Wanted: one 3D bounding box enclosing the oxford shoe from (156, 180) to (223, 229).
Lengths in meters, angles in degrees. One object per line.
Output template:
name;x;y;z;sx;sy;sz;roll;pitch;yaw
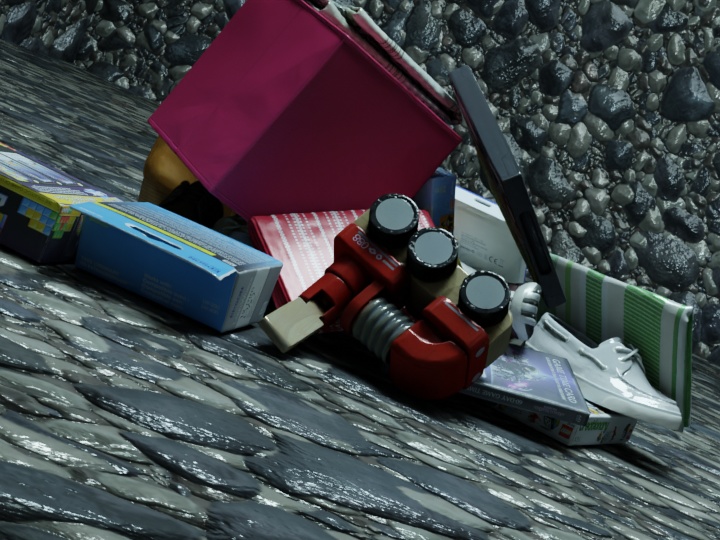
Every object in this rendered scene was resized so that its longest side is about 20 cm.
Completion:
oxford shoe;-0.187;-0.056;1.692;0.073;0.085;0.200;25;7;4

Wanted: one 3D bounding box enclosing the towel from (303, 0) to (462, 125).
towel;0.013;-0.242;1.772;0.200;0.035;0.193;38;5;-23

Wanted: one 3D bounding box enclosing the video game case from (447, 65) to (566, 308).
video game case;0.151;-0.087;1.697;0.200;0.025;0.181;-110;176;-49

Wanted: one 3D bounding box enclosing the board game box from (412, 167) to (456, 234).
board game box;0.043;-0.025;1.765;0.037;0.200;0.151;-11;24;-31

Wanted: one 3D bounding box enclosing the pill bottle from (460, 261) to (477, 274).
pill bottle;0.033;-0.002;1.914;0.200;0.110;0.110;27;6;11

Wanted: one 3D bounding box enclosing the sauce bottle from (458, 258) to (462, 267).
sauce bottle;0.083;0.011;1.810;0.065;0.065;0.200;17;44;-49

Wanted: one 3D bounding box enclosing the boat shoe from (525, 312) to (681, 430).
boat shoe;0.254;0.101;1.705;0.072;0.069;0.200;18;7;-43

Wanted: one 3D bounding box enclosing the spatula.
spatula;0.047;0.088;1.602;0.200;0.021;0.056;27;13;25

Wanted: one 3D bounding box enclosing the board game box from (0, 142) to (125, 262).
board game box;-0.304;-0.065;1.445;0.165;0.057;0.200;26;6;9

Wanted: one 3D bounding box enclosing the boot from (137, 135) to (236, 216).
boot;-0.146;-0.090;1.855;0.201;0.144;0.071;21;7;-24

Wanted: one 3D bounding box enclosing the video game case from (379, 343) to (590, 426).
video game case;0.113;0.090;1.586;0.200;0.019;0.143;16;16;-7

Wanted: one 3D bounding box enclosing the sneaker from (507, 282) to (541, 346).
sneaker;0.119;0.037;1.703;0.115;0.076;0.200;11;-11;2

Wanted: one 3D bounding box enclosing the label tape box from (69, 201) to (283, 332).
label tape box;-0.162;-0.004;1.414;0.143;0.066;0.200;24;8;9

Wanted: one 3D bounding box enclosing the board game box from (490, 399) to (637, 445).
board game box;0.195;0.136;1.682;0.126;0.035;0.200;25;6;24

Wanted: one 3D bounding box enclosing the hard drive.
hard drive;0.130;0.002;1.942;0.132;0.200;0.025;26;42;24

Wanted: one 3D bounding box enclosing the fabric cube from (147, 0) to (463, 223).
fabric cube;-0.060;-0.143;1.679;0.196;0.199;0.200;36;5;-38

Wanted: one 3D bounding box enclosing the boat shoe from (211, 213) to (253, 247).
boat shoe;-0.130;-0.021;1.659;0.075;0.069;0.200;22;6;-7

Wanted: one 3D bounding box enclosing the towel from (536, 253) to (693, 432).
towel;0.265;0.072;1.744;0.023;0.153;0.200;-26;34;-35

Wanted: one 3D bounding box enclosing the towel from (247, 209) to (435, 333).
towel;0.000;0.000;1.583;0.200;0.023;0.145;-4;52;-28

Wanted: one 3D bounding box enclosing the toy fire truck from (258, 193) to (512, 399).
toy fire truck;0.014;0.045;1.465;0.176;0.200;0.129;42;-24;21
